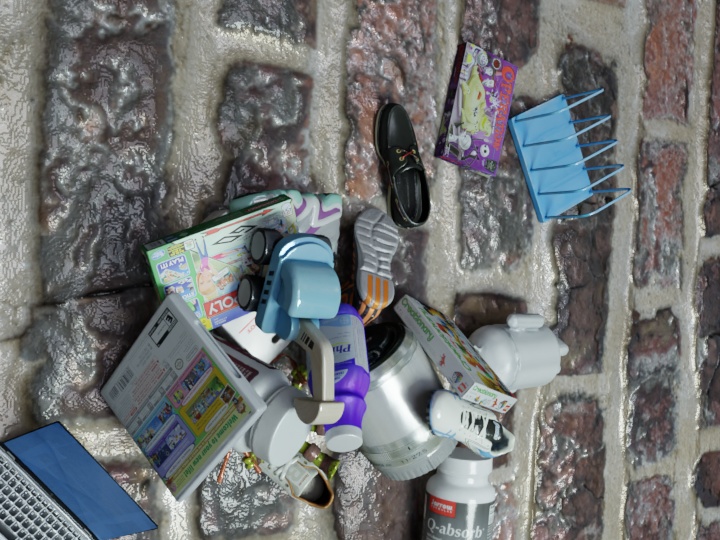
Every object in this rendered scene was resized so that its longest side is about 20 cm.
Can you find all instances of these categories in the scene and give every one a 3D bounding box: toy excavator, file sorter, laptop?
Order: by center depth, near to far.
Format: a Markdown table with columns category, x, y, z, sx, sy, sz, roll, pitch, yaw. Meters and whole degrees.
| category | x | y | z | sx | sy | sz | roll | pitch | yaw |
| --- | --- | --- | --- | --- | --- | --- | --- | --- | --- |
| laptop | -0.392 | 0.305 | 0.870 | 0.200 | 0.116 | 0.188 | -42 | 110 | -21 |
| toy excavator | -0.070 | 0.062 | 0.881 | 0.100 | 0.200 | 0.195 | 7 | 107 | -35 |
| file sorter | 0.377 | -0.204 | 1.282 | 0.138 | 0.123 | 0.201 | -28 | 106 | -25 |

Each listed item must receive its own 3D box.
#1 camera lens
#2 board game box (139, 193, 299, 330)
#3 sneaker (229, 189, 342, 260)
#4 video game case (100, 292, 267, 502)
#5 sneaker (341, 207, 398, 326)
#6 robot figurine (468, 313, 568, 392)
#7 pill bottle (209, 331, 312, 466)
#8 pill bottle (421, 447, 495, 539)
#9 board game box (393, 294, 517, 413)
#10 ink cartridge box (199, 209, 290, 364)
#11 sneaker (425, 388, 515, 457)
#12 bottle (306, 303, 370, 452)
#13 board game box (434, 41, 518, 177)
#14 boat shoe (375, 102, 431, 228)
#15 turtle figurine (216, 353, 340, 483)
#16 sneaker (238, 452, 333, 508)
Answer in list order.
| category | x | y | z | sx | sy | sz | roll | pitch | yaw |
| --- | --- | --- | --- | --- | --- | --- | --- | --- | --- |
| camera lens | 0.043 | 0.191 | 1.086 | 0.160 | 0.160 | 0.200 | -38 | 110 | -23 |
| board game box | -0.168 | -0.004 | 0.934 | 0.199 | 0.029 | 0.135 | -24 | 120 | -24 |
| sneaker | -0.096 | -0.041 | 1.021 | 0.199 | 0.078 | 0.141 | -3 | 91 | -46 |
| video game case | -0.225 | 0.159 | 0.889 | 0.182 | 0.200 | 0.022 | 49 | 28 | 14 |
| sneaker | 0.000 | 0.000 | 1.105 | 0.077 | 0.112 | 0.201 | 23 | 47 | -16 |
| robot figurine | 0.259 | 0.147 | 1.234 | 0.199 | 0.113 | 0.170 | -1 | 116 | -30 |
| pill bottle | -0.163 | 0.162 | 0.933 | 0.114 | 0.199 | 0.115 | -43 | 146 | -38 |
| pill bottle | 0.161 | 0.401 | 1.188 | 0.115 | 0.116 | 0.201 | 5 | 89 | -29 |
| board game box | 0.143 | 0.127 | 1.110 | 0.035 | 0.200 | 0.126 | -49 | 137 | 13 |
| ink cartridge box | -0.171 | 0.027 | 1.011 | 0.117 | 0.067 | 0.200 | -46 | 111 | -21 |
| sneaker | 0.158 | 0.218 | 1.034 | 0.200 | 0.072 | 0.072 | 35 | 57 | -45 |
| bottle | -0.030 | 0.141 | 0.966 | 0.065 | 0.083 | 0.201 | 55 | 22 | -47 |
| board game box | 0.200 | -0.273 | 1.233 | 0.120 | 0.032 | 0.201 | 15 | 84 | -33 |
| boat shoe | 0.072 | -0.168 | 1.146 | 0.073 | 0.063 | 0.202 | -11 | 96 | -27 |
| turtle figurine | -0.100 | 0.230 | 1.006 | 0.161 | 0.064 | 0.200 | 24 | 62 | 6 |
| sneaker | -0.109 | 0.273 | 1.048 | 0.200 | 0.085 | 0.073 | 45 | 73 | -20 |
